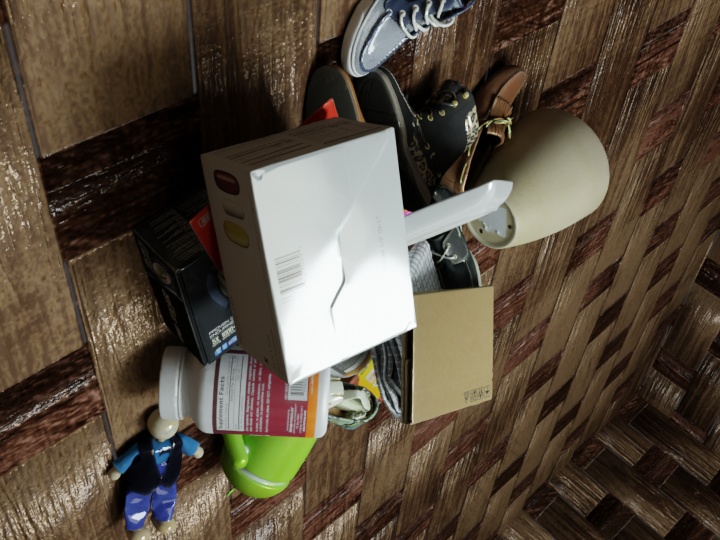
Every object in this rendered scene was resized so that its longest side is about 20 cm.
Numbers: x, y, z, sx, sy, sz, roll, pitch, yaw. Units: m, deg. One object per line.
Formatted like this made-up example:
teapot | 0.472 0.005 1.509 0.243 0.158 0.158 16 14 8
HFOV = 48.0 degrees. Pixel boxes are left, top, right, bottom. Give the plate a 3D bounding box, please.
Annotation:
plate | 0.093 -0.062 1.010 0.197 0.033 0.199 -22 180 18

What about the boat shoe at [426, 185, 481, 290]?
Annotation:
boat shoe | 0.123 -0.029 1.186 0.071 0.204 0.067 -22 165 32

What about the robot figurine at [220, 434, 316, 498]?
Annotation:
robot figurine | -0.128 0.241 1.174 0.202 0.115 0.174 -59 155 13

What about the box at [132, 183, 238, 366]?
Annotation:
box | -0.134 -0.020 0.910 0.199 0.086 0.166 -36 146 -26

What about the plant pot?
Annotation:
plant pot | 0.248 -0.121 1.223 0.199 0.186 0.190 -35 148 -39

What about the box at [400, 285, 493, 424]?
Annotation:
box | 0.121 0.107 1.091 0.198 0.021 0.168 -4 95 -50

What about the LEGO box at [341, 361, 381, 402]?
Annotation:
LEGO box | 0.042 0.100 1.302 0.201 0.077 0.149 -53 151 0

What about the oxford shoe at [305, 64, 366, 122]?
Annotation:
oxford shoe | -0.014 -0.155 0.952 0.072 0.070 0.203 -52 142 -39

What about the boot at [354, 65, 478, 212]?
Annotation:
boot | 0.077 -0.194 1.024 0.151 0.072 0.202 -47 128 -29

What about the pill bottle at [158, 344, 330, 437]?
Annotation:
pill bottle | -0.136 0.139 0.970 0.195 0.114 0.114 4 133 -4

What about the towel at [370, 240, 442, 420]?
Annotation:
towel | 0.063 0.082 1.133 0.166 0.084 0.203 -62 139 -55

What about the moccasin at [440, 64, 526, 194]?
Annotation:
moccasin | 0.183 -0.203 1.170 0.203 0.077 0.074 -56 149 -5

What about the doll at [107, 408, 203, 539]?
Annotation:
doll | -0.266 0.263 1.067 0.134 0.048 0.204 -12 126 -37

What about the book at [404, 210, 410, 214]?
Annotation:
book | 0.018 -0.086 1.101 0.198 0.048 0.136 -21 139 -41

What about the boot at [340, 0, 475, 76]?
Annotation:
boot | 0.063 -0.291 0.893 0.202 0.090 0.072 -56 151 7

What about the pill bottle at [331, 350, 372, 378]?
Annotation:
pill bottle | -0.057 0.068 1.085 0.117 0.116 0.200 -50 151 -3

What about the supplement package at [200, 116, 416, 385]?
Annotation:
supplement package | -0.046 -0.025 0.773 0.154 0.110 0.204 -21 114 -28

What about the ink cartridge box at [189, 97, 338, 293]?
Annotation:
ink cartridge box | -0.066 -0.051 0.846 0.200 0.043 0.175 -44 149 -17

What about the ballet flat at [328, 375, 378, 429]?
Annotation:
ballet flat | -0.038 0.170 1.102 0.075 0.074 0.199 -54 146 6
